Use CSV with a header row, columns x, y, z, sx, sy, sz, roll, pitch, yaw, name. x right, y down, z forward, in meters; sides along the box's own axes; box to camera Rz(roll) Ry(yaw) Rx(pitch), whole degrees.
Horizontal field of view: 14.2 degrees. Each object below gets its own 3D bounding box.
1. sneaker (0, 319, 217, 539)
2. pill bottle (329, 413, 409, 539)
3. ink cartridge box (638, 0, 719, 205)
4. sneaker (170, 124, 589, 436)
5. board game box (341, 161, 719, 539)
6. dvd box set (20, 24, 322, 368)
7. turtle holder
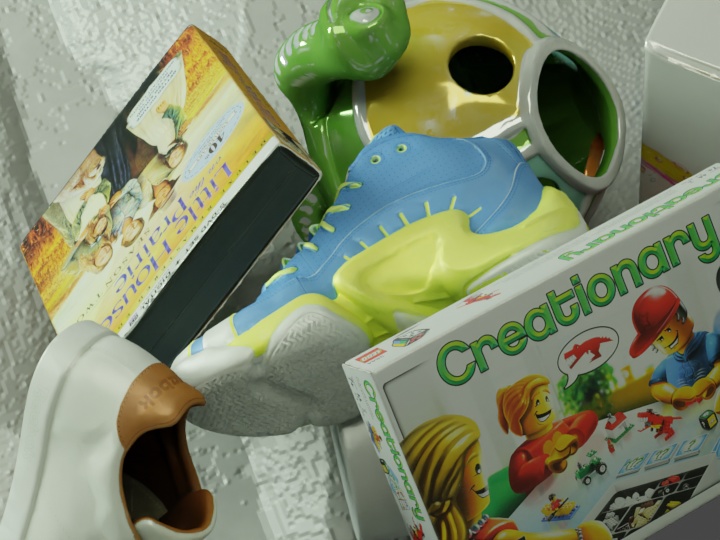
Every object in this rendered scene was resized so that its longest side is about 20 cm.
x,y,z,sx,sy,sz,roll,pitch,yaw,name
-0.111,0.127,1.253,0.084,0.201,0.073,25,31,24,sneaker
0.085,0.059,1.342,0.199,0.114,0.115,-12,59,-4,pill bottle
0.222,-0.079,1.362,0.144,0.200,0.148,21,63,16,ink cartridge box
0.000,0.000,1.285,0.199,0.076,0.105,-19,54,-7,sneaker
0.103,0.053,1.239,0.199,0.127,0.035,-28,16,-19,board game box
-0.094,-0.027,1.356,0.147,0.029,0.200,-51,24,8,dvd box set
0.043,-0.078,1.378,0.131,0.186,0.141,-10,32,39,turtle holder
